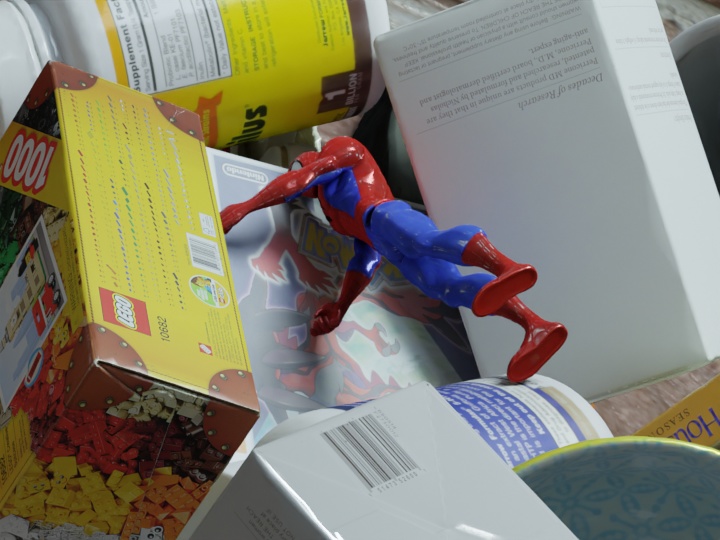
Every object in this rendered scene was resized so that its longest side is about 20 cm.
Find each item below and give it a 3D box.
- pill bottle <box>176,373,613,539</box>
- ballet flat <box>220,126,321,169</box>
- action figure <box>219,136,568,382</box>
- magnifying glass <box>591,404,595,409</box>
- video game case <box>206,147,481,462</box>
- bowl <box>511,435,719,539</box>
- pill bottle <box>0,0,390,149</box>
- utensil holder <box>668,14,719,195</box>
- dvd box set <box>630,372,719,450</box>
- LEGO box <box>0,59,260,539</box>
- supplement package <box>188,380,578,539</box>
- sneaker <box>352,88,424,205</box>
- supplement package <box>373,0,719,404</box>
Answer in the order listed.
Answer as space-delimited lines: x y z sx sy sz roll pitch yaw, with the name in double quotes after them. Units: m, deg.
0.013 0.115 1.298 0.199 0.120 0.120 -8 50 -44 "pill bottle"
-0.045 -0.054 1.549 0.075 0.064 0.201 8 38 -23 "ballet flat"
0.000 0.000 1.388 0.200 0.099 0.065 42 -17 53 "action figure"
0.093 -0.004 1.568 0.079 0.022 0.201 -6 79 -34 "magnifying glass"
-0.006 0.036 1.450 0.199 0.023 0.183 14 52 -35 "video game case"
0.105 0.163 1.230 0.200 0.201 0.108 34 1 -3 "bowl"
-0.093 -0.110 1.479 0.199 0.110 0.110 -14 49 -18 "pill bottle"
0.278 -0.063 1.804 0.199 0.170 0.170 1 43 -49 "utensil holder"
0.176 0.071 1.437 0.029 0.200 0.146 57 23 11 "dvd box set"
-0.121 0.035 1.248 0.077 0.149 0.201 20 32 -26 "LEGO box"
-0.019 0.161 1.117 0.120 0.200 0.121 45 31 17 "supplement package"
0.054 -0.051 1.643 0.114 0.076 0.200 28 33 -17 "sneaker"
0.104 -0.038 1.473 0.117 0.117 0.201 -12 83 -70 "supplement package"
